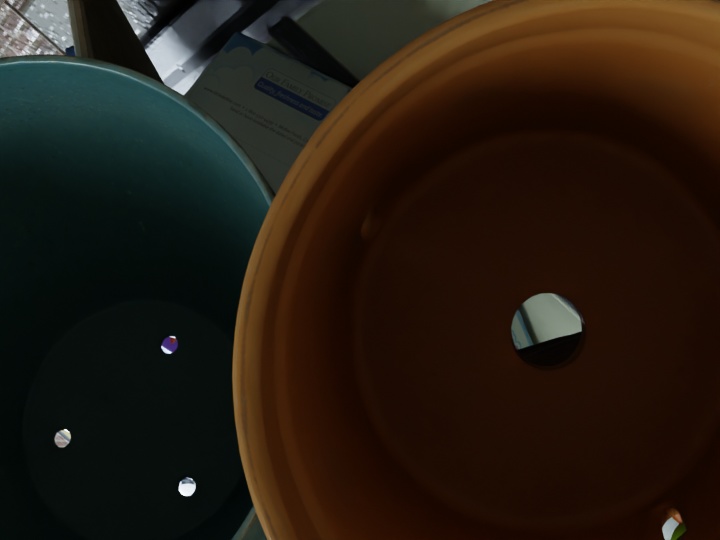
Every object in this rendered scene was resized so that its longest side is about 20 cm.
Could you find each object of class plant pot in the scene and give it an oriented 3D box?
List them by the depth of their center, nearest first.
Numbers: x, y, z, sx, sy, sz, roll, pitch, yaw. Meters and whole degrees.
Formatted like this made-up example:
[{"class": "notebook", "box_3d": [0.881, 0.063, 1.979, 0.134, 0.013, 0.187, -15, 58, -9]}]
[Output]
[{"class": "plant pot", "box_3d": [0.062, 0.024, 0.558, 0.200, 0.201, 0.140, 39, 180, -4]}, {"class": "plant pot", "box_3d": [-0.098, 0.043, 0.672, 0.199, 0.201, 0.135, 32, 175, 19]}]

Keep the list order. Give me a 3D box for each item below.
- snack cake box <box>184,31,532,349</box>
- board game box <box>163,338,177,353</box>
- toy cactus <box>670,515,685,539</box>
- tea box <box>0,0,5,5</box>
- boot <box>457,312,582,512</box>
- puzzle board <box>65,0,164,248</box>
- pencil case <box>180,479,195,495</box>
[{"class": "snack cake box", "box_3d": [0.000, 0.000, 0.822, 0.114, 0.067, 0.200, 28, 161, 30]}, {"class": "board game box", "box_3d": [-0.042, 0.094, 1.216, 0.199, 0.045, 0.135, 31, 163, 24]}, {"class": "toy cactus", "box_3d": [0.169, 0.136, 0.768, 0.164, 0.102, 0.202, -24, 88, 48]}, {"class": "tea box", "box_3d": [-0.248, -0.162, 0.794, 0.197, 0.134, 0.200, 44, 164, -19]}, {"class": "boot", "box_3d": [0.043, 0.066, 0.737, 0.073, 0.165, 0.200, 66, 169, -6]}, {"class": "puzzle board", "box_3d": [-0.083, -0.033, 0.828, 0.201, 0.017, 0.152, 64, -172, -49]}, {"class": "pencil case", "box_3d": [-0.126, 0.099, 1.361, 0.077, 0.090, 0.200, -10, 137, 31]}]
